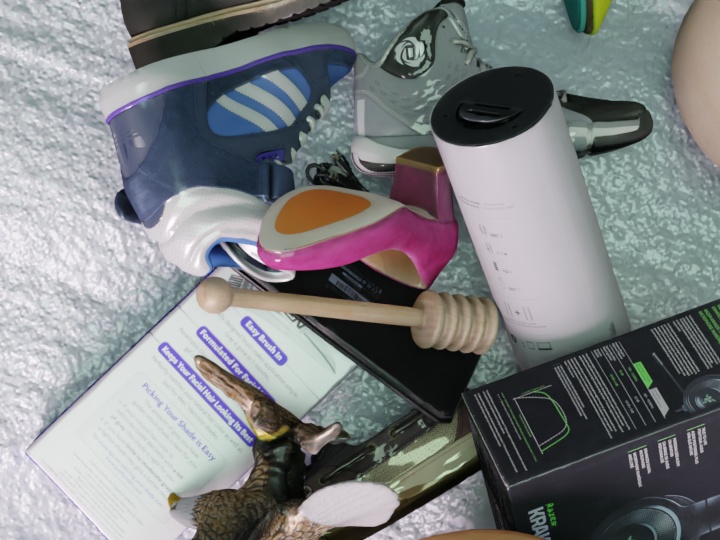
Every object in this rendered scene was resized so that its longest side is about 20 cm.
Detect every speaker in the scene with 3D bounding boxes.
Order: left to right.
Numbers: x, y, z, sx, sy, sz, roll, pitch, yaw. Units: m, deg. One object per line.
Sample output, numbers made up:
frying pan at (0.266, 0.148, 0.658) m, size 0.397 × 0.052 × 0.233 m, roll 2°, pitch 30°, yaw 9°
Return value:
speaker at (0.108, -0.027, 1.173) m, size 0.081 × 0.081 × 0.200 m, roll -26°, pitch 126°, yaw -4°

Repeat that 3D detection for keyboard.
keyboard at (0.000, 0.000, 1.212) m, size 0.200 × 0.021 × 0.127 m, roll 38°, pitch 52°, yaw -12°

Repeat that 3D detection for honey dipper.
honey dipper at (-0.007, 0.026, 1.160) m, size 0.199 × 0.038 × 0.038 m, roll 6°, pitch 91°, yaw -28°

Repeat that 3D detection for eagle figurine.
eagle figurine at (-0.082, 0.173, 1.126) m, size 0.151 × 0.151 × 0.201 m, roll 26°, pitch 79°, yaw -9°

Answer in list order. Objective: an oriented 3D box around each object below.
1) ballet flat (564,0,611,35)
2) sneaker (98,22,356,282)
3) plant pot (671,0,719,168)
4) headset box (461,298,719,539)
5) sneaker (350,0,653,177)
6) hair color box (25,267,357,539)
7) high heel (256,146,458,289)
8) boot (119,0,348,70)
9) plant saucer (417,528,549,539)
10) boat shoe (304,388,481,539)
ballet flat at (0.151, -0.257, 1.226) m, size 0.067 × 0.067 × 0.201 m, roll -14°, pitch 91°, yaw -6°
sneaker at (-0.060, -0.064, 1.157) m, size 0.200 × 0.080 × 0.147 m, roll -19°, pitch 84°, yaw -43°
plant pot at (0.297, -0.161, 1.145) m, size 0.186 × 0.200 × 0.188 m, roll 0°, pitch 71°, yaw 1°
headset box at (0.183, 0.131, 1.186) m, size 0.199 × 0.093 × 0.175 m, roll -19°, pitch 130°, yaw -5°
sneaker at (0.089, -0.127, 1.221) m, size 0.199 × 0.075 × 0.116 m, roll -6°, pitch 87°, yaw -5°
hair color box at (-0.106, 0.084, 1.215) m, size 0.200 × 0.065 × 0.109 m, roll -43°, pitch 94°, yaw -1°
high heel at (-0.001, -0.007, 1.125) m, size 0.067 × 0.200 × 0.096 m, roll 15°, pitch 114°, yaw 22°
boot at (-0.072, -0.216, 1.160) m, size 0.199 × 0.077 × 0.139 m, roll -19°, pitch 94°, yaw 13°
plant saucer at (0.079, 0.225, 1.147) m, size 0.199 × 0.038 × 0.201 m, roll 3°, pitch 130°, yaw 3°
boat shoe at (-0.005, 0.138, 1.226) m, size 0.200 × 0.072 × 0.066 m, roll -27°, pitch 73°, yaw -4°
